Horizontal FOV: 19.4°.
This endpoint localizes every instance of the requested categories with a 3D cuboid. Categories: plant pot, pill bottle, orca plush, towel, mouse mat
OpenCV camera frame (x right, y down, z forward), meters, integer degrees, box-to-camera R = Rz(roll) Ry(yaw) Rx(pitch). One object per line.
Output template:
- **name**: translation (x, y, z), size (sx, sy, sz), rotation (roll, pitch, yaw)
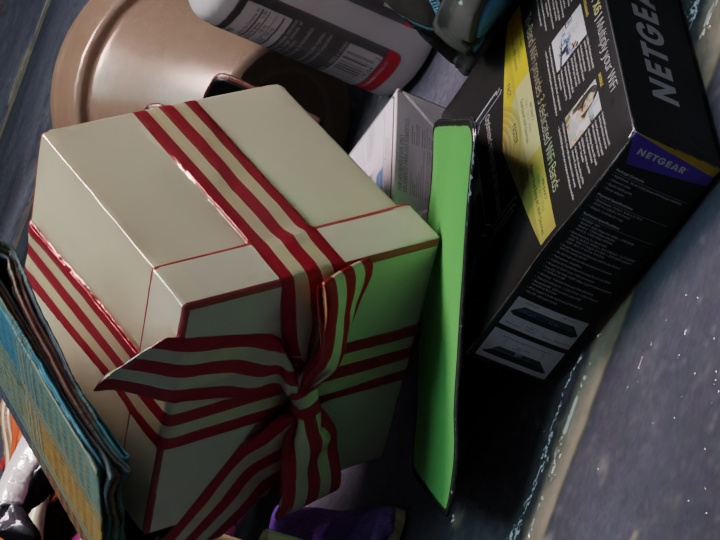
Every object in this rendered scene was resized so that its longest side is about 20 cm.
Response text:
- **plant pot**: translation (-0.098, -0.120, 1.536), size (0.174, 0.200, 0.201), rotation (16, 86, 52)
- **pill bottle**: translation (-0.047, -0.202, 1.409), size (0.111, 0.199, 0.111), rotation (-53, 25, 37)
- **orca plush**: translation (-0.171, 0.099, 1.375), size (0.105, 0.071, 0.200), rotation (-37, 25, 45)
- **towel**: translation (-0.163, 0.079, 1.131), size (0.147, 0.022, 0.200), rotation (58, 163, 17)
- **mouse mat**: translation (0.043, 0.020, 1.111), size (0.161, 0.007, 0.201), rotation (-142, 55, -84)

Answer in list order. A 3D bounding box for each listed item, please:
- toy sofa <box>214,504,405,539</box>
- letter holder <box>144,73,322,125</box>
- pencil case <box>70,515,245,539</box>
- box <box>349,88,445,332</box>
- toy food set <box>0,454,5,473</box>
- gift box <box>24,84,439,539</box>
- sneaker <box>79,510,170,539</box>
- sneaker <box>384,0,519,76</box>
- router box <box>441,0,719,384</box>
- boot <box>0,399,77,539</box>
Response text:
- **toy sofa**: translation (-0.054, 0.174, 1.236), size (0.200, 0.083, 0.098), rotation (-11, 62, 68)
- **letter holder**: translation (-0.120, -0.042, 1.418), size (0.101, 0.142, 0.200), rotation (-58, -9, -31)
- **pencil case**: translation (-0.139, 0.170, 1.364), size (0.093, 0.091, 0.200), rotation (-3, 40, 48)
- **box**: translation (0.000, 0.000, 1.294), size (0.200, 0.060, 0.117), rotation (-51, 26, 43)
- **toy food set**: translation (-0.199, 0.084, 1.632), size (0.198, 0.049, 0.200), rotation (-52, -9, 13)
- **gift box**: translation (-0.085, 0.032, 1.156), size (0.187, 0.199, 0.185), rotation (46, 142, 36)
- **sneaker**: translation (-0.132, 0.160, 1.258), size (0.088, 0.075, 0.201), rotation (116, 175, -73)
- **sneaker**: translation (0.053, -0.165, 1.209), size (0.073, 0.082, 0.200), rotation (-55, -5, 2)
- **router box**: translation (0.106, -0.067, 1.084), size (0.157, 0.052, 0.200), rotation (-55, 24, 35)
- **boot**: translation (-0.203, 0.129, 1.440), size (0.107, 0.075, 0.201), rotation (-19, 61, 62)
